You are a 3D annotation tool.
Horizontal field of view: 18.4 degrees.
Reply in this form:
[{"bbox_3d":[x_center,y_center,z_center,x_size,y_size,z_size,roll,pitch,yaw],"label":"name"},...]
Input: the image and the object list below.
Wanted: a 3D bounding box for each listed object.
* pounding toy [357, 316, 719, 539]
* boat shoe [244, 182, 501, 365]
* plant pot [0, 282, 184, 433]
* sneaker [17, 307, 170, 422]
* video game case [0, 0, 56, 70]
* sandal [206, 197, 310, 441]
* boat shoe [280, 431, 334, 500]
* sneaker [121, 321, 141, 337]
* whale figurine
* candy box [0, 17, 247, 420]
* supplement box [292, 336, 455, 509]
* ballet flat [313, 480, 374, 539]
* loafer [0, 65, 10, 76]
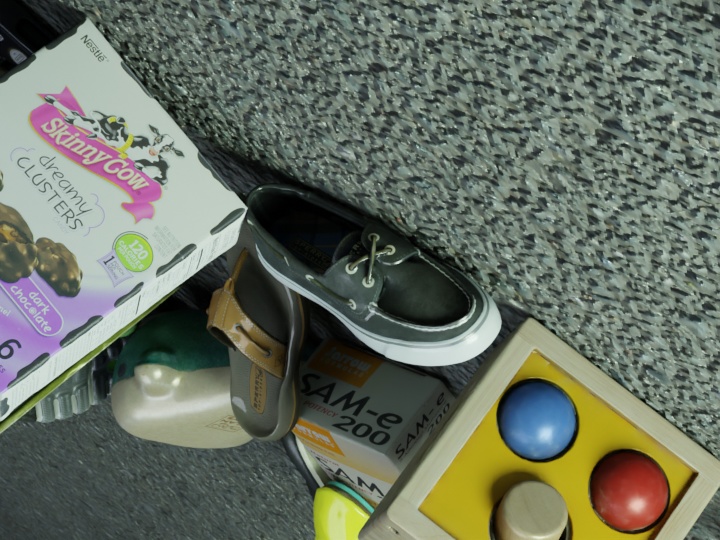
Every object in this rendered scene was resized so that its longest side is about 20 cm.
[{"bbox_3d":[0.113,0.164,1.355,0.184,0.200,0.142,37,161,1],"label":"pounding toy"},{"bbox_3d":[0.000,0.000,1.387,0.200,0.069,0.057,25,157,39],"label":"boat shoe"},{"bbox_3d":[-0.267,-0.001,1.635,0.193,0.200,0.200,51,161,-2],"label":"plant pot"},{"bbox_3d":[-0.243,0.065,1.830,0.115,0.200,0.075,29,123,51],"label":"sneaker"},{"bbox_3d":[-0.230,-0.125,1.580,0.181,0.026,0.200,42,160,-11],"label":"video game case"},{"bbox_3d":[-0.081,0.043,1.558,0.082,0.055,0.200,38,138,34],"label":"sandal"},{"bbox_3d":[-0.018,0.159,1.746,0.063,0.074,0.201,1,154,29],"label":"boat shoe"},{"bbox_3d":[-0.236,-0.008,1.806,0.200,0.077,0.084,38,170,34],"label":"sneaker"},{"bbox_3d":[-0.107,0.072,1.730,0.159,0.104,0.200,15,155,-37],"label":"whale figurine"},{"bbox_3d":[-0.201,-0.035,1.415,0.168,0.200,0.072,49,162,8],"label":"candy box"},{"bbox_3d":[0.039,0.149,1.652,0.126,0.074,0.200,18,153,45],"label":"supplement box"},{"bbox_3d":[0.007,0.237,1.703,0.067,0.067,0.200,21,157,35],"label":"ballet flat"},{"bbox_3d":[-0.208,-0.058,1.550,0.200,0.067,0.076,40,161,-7],"label":"loafer"}]
